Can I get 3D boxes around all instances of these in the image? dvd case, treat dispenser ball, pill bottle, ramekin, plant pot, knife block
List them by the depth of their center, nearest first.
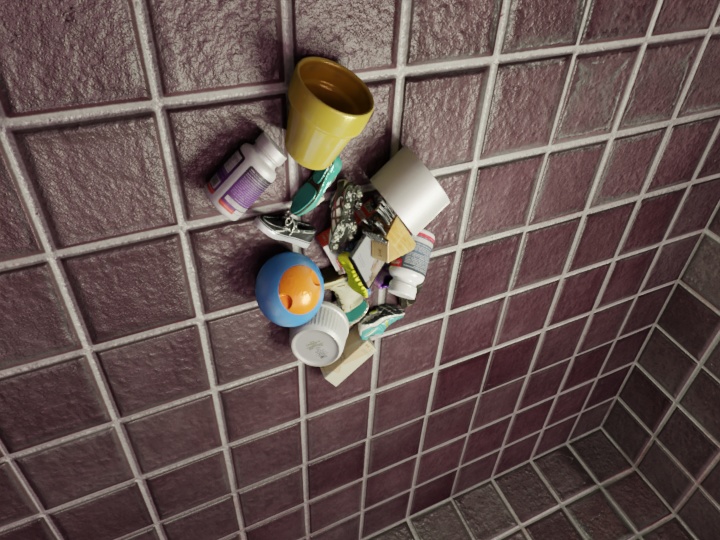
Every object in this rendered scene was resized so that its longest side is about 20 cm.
[{"bbox_3d":[-0.090,-0.352,1.242,0.194,0.206,0.191,1,142,-31],"label":"plant pot"},{"bbox_3d":[-0.272,-0.229,1.274,0.199,0.112,0.111,-43,135,8],"label":"pill bottle"},{"bbox_3d":[-0.197,0.052,1.485,0.194,0.203,0.206,-16,133,-18],"label":"treat dispenser ball"},{"bbox_3d":[0.082,-0.125,1.486,0.197,0.062,0.183,-25,124,-46],"label":"knife block"},{"bbox_3d":[0.045,-0.068,1.528,0.203,0.017,0.144,-57,141,-23],"label":"dvd case"},{"bbox_3d":[0.151,-0.024,1.636,0.118,0.117,0.208,23,79,-42],"label":"pill bottle"},{"bbox_3d":[-0.134,0.204,1.660,0.191,0.107,0.206,2,127,3],"label":"ramekin"}]

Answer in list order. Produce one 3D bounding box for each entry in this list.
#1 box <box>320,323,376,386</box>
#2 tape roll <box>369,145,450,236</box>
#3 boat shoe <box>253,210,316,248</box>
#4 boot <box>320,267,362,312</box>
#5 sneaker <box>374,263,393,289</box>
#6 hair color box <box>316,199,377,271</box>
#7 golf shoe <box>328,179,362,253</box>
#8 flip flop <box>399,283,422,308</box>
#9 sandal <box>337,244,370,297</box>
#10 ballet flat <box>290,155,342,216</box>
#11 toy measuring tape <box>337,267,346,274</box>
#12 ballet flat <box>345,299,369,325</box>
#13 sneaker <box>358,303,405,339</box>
[{"bbox_3d":[-0.049,0.296,1.853,0.199,0.096,0.078,-42,135,4],"label":"box"},{"bbox_3d":[0.136,-0.220,1.469,0.139,0.204,0.202,-41,136,6],"label":"tape roll"},{"bbox_3d":[-0.198,-0.119,1.436,0.196,0.074,0.069,22,114,-42],"label":"boat shoe"},{"bbox_3d":[-0.075,0.065,1.664,0.193,0.073,0.159,-17,132,-22],"label":"boot"},{"bbox_3d":[0.117,0.014,1.728,0.193,0.089,0.083,-15,131,-22],"label":"sneaker"},{"bbox_3d":[-0.020,-0.103,1.567,0.197,0.064,0.112,-35,135,-4],"label":"hair color box"},{"bbox_3d":[-0.051,-0.149,1.475,0.075,0.088,0.207,2,115,-38],"label":"golf shoe"},{"bbox_3d":[0.162,0.067,1.812,0.078,0.059,0.202,-18,156,-8],"label":"flip flop"},{"bbox_3d":[0.000,0.000,1.565,0.087,0.078,0.203,-48,146,-24],"label":"sandal"},{"bbox_3d":[-0.110,-0.221,1.412,0.069,0.068,0.203,16,114,-50],"label":"ballet flat"},{"bbox_3d":[0.012,-0.046,1.632,0.193,0.074,0.075,-22,135,-8],"label":"toy measuring tape"},{"bbox_3d":[-0.054,0.162,1.771,0.197,0.077,0.064,-35,167,5],"label":"ballet flat"},{"bbox_3d":[0.069,0.174,1.820,0.195,0.077,0.082,-20,125,-32],"label":"sneaker"}]
